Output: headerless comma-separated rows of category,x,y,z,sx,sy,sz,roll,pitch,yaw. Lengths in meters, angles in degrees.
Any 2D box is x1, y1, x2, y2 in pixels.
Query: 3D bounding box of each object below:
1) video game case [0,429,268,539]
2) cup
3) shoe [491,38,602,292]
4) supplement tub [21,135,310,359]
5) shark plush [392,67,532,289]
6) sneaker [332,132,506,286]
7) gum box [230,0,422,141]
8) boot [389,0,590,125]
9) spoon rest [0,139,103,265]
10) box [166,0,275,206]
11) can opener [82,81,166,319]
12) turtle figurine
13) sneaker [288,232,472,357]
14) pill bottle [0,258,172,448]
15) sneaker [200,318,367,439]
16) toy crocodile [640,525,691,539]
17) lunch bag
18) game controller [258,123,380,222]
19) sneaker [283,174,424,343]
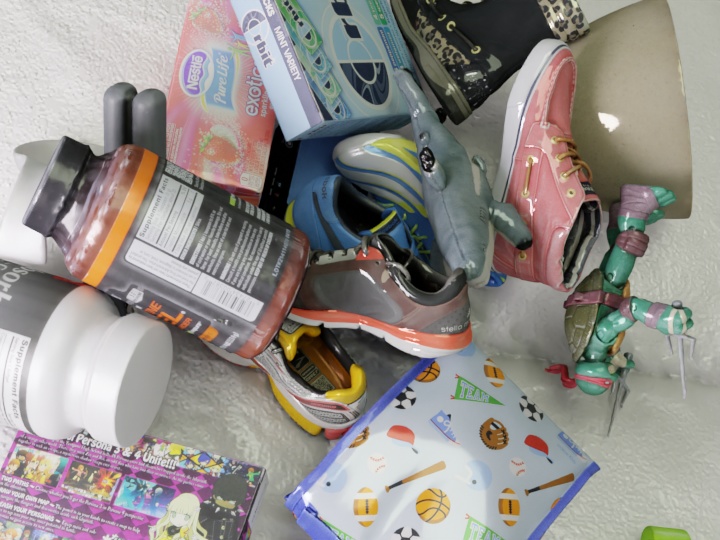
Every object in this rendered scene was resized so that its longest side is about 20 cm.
video game case,-0.187,0.207,0.957,0.197,0.036,0.183,13,61,10
cup,0.220,-0.139,1.197,0.141,0.201,0.203,-8,64,10
shoe,0.166,-0.086,1.090,0.090,0.203,0.071,21,10,36
supplement tub,-0.143,-0.022,0.953,0.198,0.107,0.108,27,60,-14
shark plush,0.076,-0.080,1.062,0.090,0.083,0.203,-15,74,25
sneaker,0.061,-0.045,1.142,0.197,0.076,0.107,19,66,-20
gum box,-0.028,-0.203,1.126,0.199,0.044,0.172,-17,84,-60
boot,0.115,-0.237,1.204,0.152,0.074,0.205,-31,43,11
spoon rest,-0.243,-0.072,1.046,0.098,0.062,0.201,10,25,-2
box,-0.122,-0.138,1.134,0.093,0.103,0.203,12,63,-9
can opener,-0.186,-0.043,1.027,0.053,0.203,0.067,14,28,18
turtle figurine,0.223,0.036,1.106,0.099,0.150,0.203,14,79,-13
sneaker,0.000,0.000,1.027,0.197,0.083,0.077,15,30,16
pill bottle,-0.248,0.058,0.967,0.197,0.116,0.117,15,60,13
sneaker,-0.068,0.047,1.070,0.199,0.082,0.078,39,61,6
toy crocodile,0.261,0.306,1.053,0.066,0.062,0.203,-4,71,-17
lunch bag,0.057,0.177,1.019,0.170,0.124,0.200,42,52,9
game controller,-0.036,-0.089,1.155,0.104,0.042,0.203,35,53,-37
sneaker,0.025,-0.002,1.097,0.200,0.078,0.066,44,51,-15
